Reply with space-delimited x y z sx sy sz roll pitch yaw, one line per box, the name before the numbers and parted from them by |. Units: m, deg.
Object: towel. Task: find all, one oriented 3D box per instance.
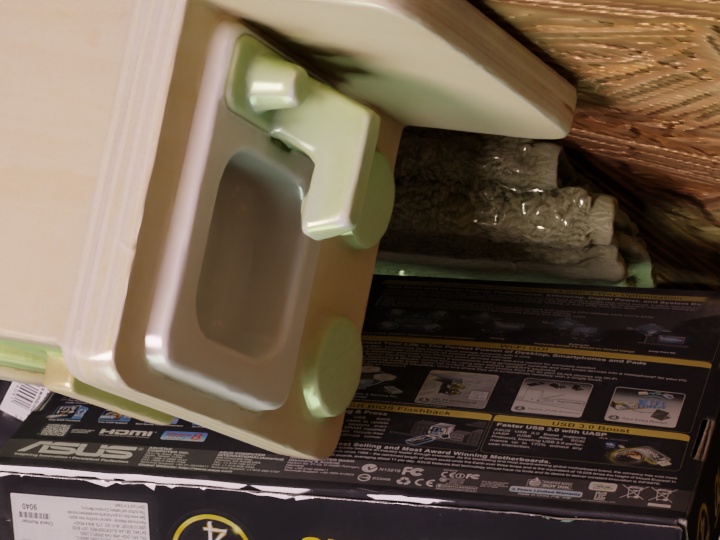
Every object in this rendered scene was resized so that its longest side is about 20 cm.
towel | -0.005 -0.021 0.903 0.200 0.037 0.148 9 171 15

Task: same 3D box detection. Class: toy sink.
toy sink | -0.062 -0.018 0.735 0.200 0.112 0.130 7 171 26

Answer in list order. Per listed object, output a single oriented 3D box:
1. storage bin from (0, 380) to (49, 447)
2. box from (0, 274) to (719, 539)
storage bin | -0.093 0.061 1.086 0.200 0.135 0.094 22 173 39
box | 0.010 0.049 0.826 0.200 0.049 0.161 3 -156 13
